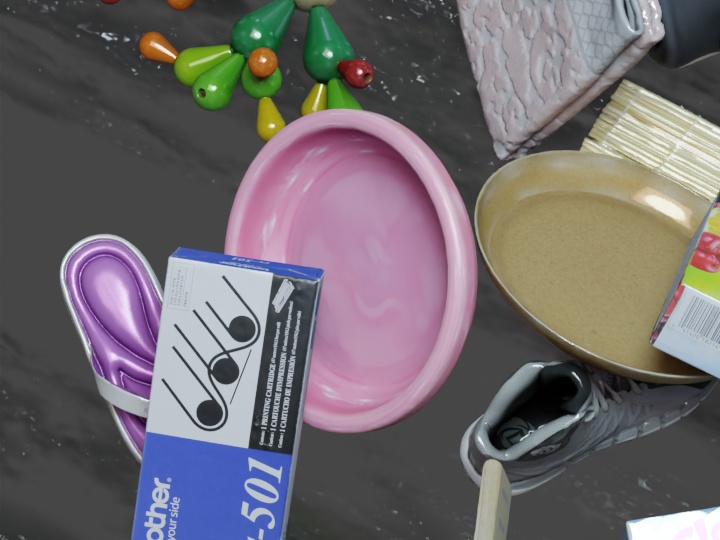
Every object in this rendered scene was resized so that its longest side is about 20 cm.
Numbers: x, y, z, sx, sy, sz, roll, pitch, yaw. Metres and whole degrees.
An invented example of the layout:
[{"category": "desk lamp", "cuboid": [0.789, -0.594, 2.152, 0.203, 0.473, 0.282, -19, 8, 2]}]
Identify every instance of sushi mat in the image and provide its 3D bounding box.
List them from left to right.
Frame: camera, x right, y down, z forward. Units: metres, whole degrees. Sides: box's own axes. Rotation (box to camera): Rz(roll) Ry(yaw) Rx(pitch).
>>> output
[{"category": "sushi mat", "cuboid": [0.235, -0.041, 1.564, 0.200, 0.012, 0.096, 29, 79, 11]}]

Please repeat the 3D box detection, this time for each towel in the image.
[{"category": "towel", "cuboid": [0.112, -0.195, 1.531, 0.032, 0.191, 0.200, -3, 71, -28]}]

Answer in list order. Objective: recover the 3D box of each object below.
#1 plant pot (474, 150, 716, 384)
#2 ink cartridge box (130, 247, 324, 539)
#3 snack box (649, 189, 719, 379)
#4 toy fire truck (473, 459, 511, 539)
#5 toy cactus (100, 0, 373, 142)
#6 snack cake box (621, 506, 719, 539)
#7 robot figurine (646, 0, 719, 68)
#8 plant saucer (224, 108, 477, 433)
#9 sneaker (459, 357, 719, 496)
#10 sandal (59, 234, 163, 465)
[{"category": "plant pot", "cuboid": [0.161, 0.002, 1.487, 0.200, 0.027, 0.200, 13, 40, -11]}, {"category": "ink cartridge box", "cuboid": [-0.083, 0.093, 1.484, 0.094, 0.044, 0.200, 8, 100, 3]}, {"category": "snack box", "cuboid": [0.283, 0.037, 1.432, 0.200, 0.053, 0.142, 27, 33, 5]}, {"category": "toy fire truck", "cuboid": [0.040, 0.227, 1.412, 0.200, 0.176, 0.129, -37, 75, -8]}, {"category": "toy cactus", "cuboid": [-0.059, -0.174, 1.584, 0.200, 0.102, 0.165, 34, 68, 20]}, {"category": "snack cake box", "cuboid": [0.259, 0.178, 1.448, 0.200, 0.115, 0.067, -9, 73, 0]}, {"category": "robot figurine", "cuboid": [0.232, -0.206, 1.552, 0.200, 0.125, 0.150, -20, 88, -3]}, {"category": "plant saucer", "cuboid": [0.000, 0.000, 1.499, 0.200, 0.051, 0.201, 3, 94, 41]}, {"category": "sneaker", "cuboid": [0.153, 0.069, 1.483, 0.200, 0.116, 0.075, -34, 75, -6]}, {"category": "sandal", "cuboid": [-0.132, 0.064, 1.532, 0.082, 0.050, 0.203, -36, 77, -6]}]
